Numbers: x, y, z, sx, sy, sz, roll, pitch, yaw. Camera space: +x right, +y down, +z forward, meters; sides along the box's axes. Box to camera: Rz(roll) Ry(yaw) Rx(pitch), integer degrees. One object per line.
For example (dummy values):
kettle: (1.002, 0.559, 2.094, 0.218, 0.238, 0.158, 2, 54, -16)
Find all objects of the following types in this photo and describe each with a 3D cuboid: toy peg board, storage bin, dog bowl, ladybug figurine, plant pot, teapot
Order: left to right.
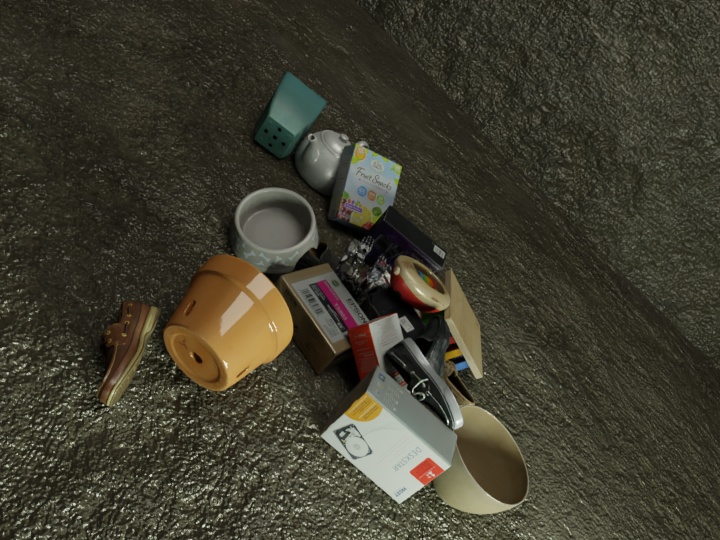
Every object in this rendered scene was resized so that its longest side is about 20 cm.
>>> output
plant pot: (-0.227, 0.099, 0.976, 0.199, 0.200, 0.141, 42, 49, -2)
dog bowl: (-0.183, -0.093, 1.268, 0.193, 0.059, 0.205, 6, 54, -8)
plant pot: (-0.207, -0.411, 1.629, 0.140, 0.141, 0.202, 34, 40, -13)
teapot: (-0.077, -0.318, 1.651, 0.195, 0.146, 0.202, 33, 32, -17)
storage bin: (0.079, 0.151, 1.336, 0.134, 0.094, 0.202, -14, 64, -54)
ladybug figurine: (0.132, 0.038, 1.375, 0.198, 0.072, 0.137, 31, 25, -41)
toy peg board: (0.228, 0.146, 1.512, 0.202, 0.096, 0.202, 59, 24, -27)
plant pot: (0.214, 0.391, 1.171, 0.197, 0.135, 0.203, 29, 35, -23)

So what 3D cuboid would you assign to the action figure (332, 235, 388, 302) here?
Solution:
action figure: (0.000, 0.000, 1.311, 0.119, 0.200, 0.102, 46, 64, -2)

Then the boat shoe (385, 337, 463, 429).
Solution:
boat shoe: (0.114, 0.218, 1.109, 0.067, 0.074, 0.201, -25, 61, -17)

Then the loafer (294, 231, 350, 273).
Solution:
loafer: (-0.093, -0.030, 1.368, 0.196, 0.072, 0.074, 18, 38, -37)

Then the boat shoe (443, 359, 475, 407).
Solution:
boat shoe: (0.201, 0.242, 1.395, 0.070, 0.065, 0.203, -4, 56, -50)

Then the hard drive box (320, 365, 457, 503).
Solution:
hard drive box: (0.051, 0.299, 1.074, 0.199, 0.156, 0.077, 40, 32, -4)

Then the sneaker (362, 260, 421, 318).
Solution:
sneaker: (0.077, 0.078, 1.448, 0.074, 0.081, 0.202, -27, 71, -27)

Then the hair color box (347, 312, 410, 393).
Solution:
hair color box: (0.050, 0.201, 1.199, 0.110, 0.063, 0.206, -12, 86, -54)

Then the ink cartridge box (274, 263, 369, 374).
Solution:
ink cartridge box: (-0.079, 0.094, 1.241, 0.202, 0.075, 0.163, 52, 34, 14)

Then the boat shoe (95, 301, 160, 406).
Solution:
boat shoe: (-0.363, 0.120, 0.897, 0.066, 0.073, 0.202, 25, 30, -17)

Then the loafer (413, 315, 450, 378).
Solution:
loafer: (0.145, 0.159, 1.249, 0.070, 0.068, 0.203, 42, 35, -16)

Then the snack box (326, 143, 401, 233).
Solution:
snack box: (0.012, -0.213, 1.596, 0.165, 0.067, 0.206, 17, 82, -34)

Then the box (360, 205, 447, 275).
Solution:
box: (0.105, -0.045, 1.543, 0.198, 0.141, 0.080, 37, 40, -9)
